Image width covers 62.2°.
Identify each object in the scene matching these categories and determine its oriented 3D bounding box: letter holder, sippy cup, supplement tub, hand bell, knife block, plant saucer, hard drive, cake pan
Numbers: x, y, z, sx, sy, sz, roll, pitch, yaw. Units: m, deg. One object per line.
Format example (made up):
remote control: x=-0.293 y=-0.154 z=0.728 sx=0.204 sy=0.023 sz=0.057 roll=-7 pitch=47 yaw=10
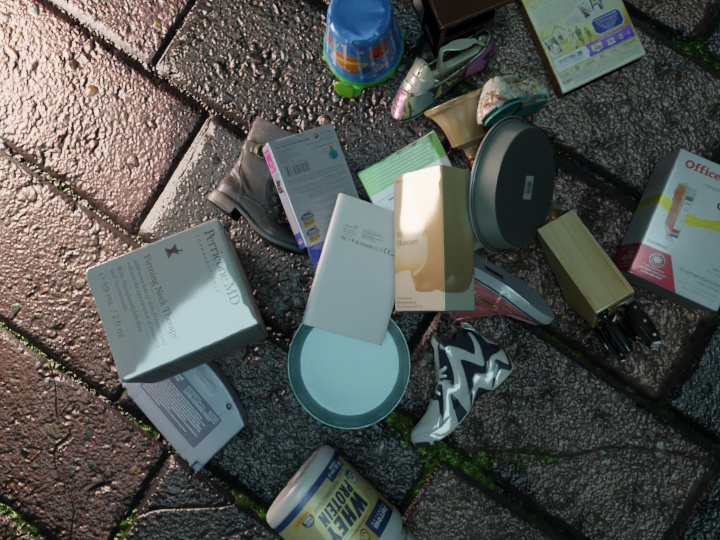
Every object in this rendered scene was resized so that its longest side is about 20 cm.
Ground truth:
letter holder: x=0.146 y=-0.473 z=0.935 sx=0.140 sy=0.101 sz=0.203 roll=-22 pitch=87 yaw=1
sippy cup: x=0.002 y=-0.372 z=0.924 sx=0.137 sy=0.130 sz=0.181 roll=-19 pitch=87 yaw=2
supplement tub: x=-0.027 y=0.381 z=0.895 sx=0.199 sy=0.144 sz=0.145 roll=41 pitch=91 yaw=4
hand bell: x=0.181 y=-0.172 z=0.942 sx=0.103 sy=0.104 sz=0.203 roll=-21 pitch=100 yaw=3
knife block: x=0.346 y=0.028 z=0.857 sx=0.063 sy=0.176 sz=0.202 roll=-29 pitch=108 yaw=2
plant saucer: x=-0.018 y=0.150 z=0.961 sx=0.196 sy=0.027 sz=0.204 roll=0 pitch=88 yaw=4
hard drive: x=0.000 y=0.000 z=0.914 sx=0.130 sy=0.027 sz=0.204 roll=16 pitch=89 yaw=-16
cake pan: x=0.230 y=-0.123 z=0.879 sx=0.036 sy=0.199 sz=0.204 roll=15 pitch=89 yaw=42

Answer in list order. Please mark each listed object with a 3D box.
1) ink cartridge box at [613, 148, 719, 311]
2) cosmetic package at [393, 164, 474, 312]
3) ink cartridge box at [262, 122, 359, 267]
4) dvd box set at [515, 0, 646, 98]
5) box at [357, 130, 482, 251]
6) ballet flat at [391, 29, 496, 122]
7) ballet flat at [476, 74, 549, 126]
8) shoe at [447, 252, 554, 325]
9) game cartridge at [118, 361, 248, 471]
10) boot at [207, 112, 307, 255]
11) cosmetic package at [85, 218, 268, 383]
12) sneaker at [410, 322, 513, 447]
ink cartridge box: x=0.495 y=-0.060 z=0.906 sx=0.143 sy=0.083 sz=0.203 roll=24 pitch=90 yaw=4
cosmetic package: x=0.106 y=-0.042 z=0.867 sx=0.070 sy=0.104 sz=0.204 roll=2 pitch=84 yaw=-41
ink cartridge box: x=-0.064 y=-0.116 z=0.937 sx=0.118 sy=0.042 sz=0.203 roll=-22 pitch=91 yaw=-25
dvd box set: x=0.345 y=-0.400 z=0.952 sx=0.144 sy=0.029 sz=0.203 roll=-25 pitch=88 yaw=3
box: x=0.101 y=-0.100 z=0.958 sx=0.143 sy=0.036 sz=0.202 roll=-27 pitch=88 yaw=2
ballet flat: x=0.126 y=-0.316 z=0.941 sx=0.198 sy=0.071 sz=0.070 roll=-33 pitch=57 yaw=2
ballet flat: x=0.216 y=-0.258 z=0.891 sx=0.075 sy=0.199 sz=0.064 roll=-38 pitch=82 yaw=39
shoe: x=0.200 y=0.047 z=0.933 sx=0.198 sy=0.072 sz=0.091 roll=31 pitch=117 yaw=-11
game cartridge: x=-0.282 y=0.206 z=0.972 sx=0.133 sy=0.041 sz=0.200 roll=-42 pitch=86 yaw=5
boot: x=-0.132 y=-0.140 z=0.960 sx=0.198 sy=0.069 sz=0.176 roll=34 pitch=82 yaw=-3
cosmetic package: x=-0.262 y=0.052 z=0.889 sx=0.197 sy=0.166 sz=0.170 roll=-23 pitch=81 yaw=-8
sneaker: x=0.126 y=0.165 z=0.925 sx=0.199 sy=0.079 sz=0.130 roll=-42 pitch=85 yaw=1
